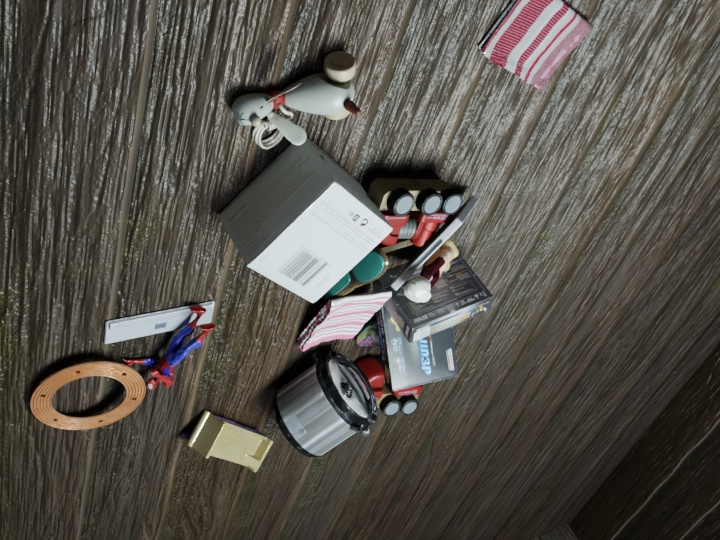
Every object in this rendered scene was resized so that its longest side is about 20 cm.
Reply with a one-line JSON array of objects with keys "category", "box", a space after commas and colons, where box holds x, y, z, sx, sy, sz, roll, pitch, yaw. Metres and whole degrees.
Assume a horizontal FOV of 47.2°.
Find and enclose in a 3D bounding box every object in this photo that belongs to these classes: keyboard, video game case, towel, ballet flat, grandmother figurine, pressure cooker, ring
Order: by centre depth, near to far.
[{"category": "towel", "box": [0.303, -0.401, 1.417, 0.199, 0.023, 0.144, 13, 123, -47]}, {"category": "keyboard", "box": [-0.356, 0.092, 1.467, 0.198, 0.011, 0.057, -10, 144, -31]}, {"category": "ring", "box": [-0.488, 0.223, 1.480, 0.198, 0.019, 0.201, -14, 142, -11]}, {"category": "ballet flat", "box": [0.000, 0.000, 1.568, 0.072, 0.068, 0.200, -22, 170, -45]}, {"category": "grandmother figurine", "box": [0.133, 0.009, 1.609, 0.200, 0.060, 0.122, -43, 157, -60]}, {"category": "video game case", "box": [0.145, -0.054, 1.610, 0.200, 0.017, 0.143, -47, -179, 30]}, {"category": "towel", "box": [-0.033, 0.102, 1.680, 0.145, 0.030, 0.200, -10, 156, -32]}, {"category": "pressure cooker", "box": [-0.065, 0.285, 1.771, 0.199, 0.179, 0.176, -37, 126, 16]}, {"category": "ballet flat", "box": [0.086, 0.122, 1.813, 0.199, 0.071, 0.069, -30, 141, -7]}]

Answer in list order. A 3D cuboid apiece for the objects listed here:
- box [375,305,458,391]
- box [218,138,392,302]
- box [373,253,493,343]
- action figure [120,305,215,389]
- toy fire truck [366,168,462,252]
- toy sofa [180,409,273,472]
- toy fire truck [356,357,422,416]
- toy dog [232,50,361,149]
[{"category": "box", "box": [0.120, 0.143, 1.767, 0.157, 0.046, 0.202, -9, 96, -18]}, {"category": "box", "box": [-0.089, -0.080, 1.375, 0.200, 0.131, 0.199, -43, 145, 10]}, {"category": "box", "box": [0.149, 0.047, 1.701, 0.198, 0.159, 0.049, -20, 142, -21]}, {"category": "action figure", "box": [-0.354, 0.150, 1.481, 0.098, 0.065, 0.200, 2, 135, -48]}, {"category": "toy fire truck", "box": [0.068, -0.085, 1.532, 0.175, 0.129, 0.201, -4, 125, -36]}, {"category": "toy sofa", "box": [-0.291, 0.367, 1.798, 0.083, 0.097, 0.200, -60, 144, -6]}, {"category": "toy fire truck", "box": [0.076, 0.238, 1.888, 0.174, 0.129, 0.202, 1, 121, -29]}, {"category": "toy dog", "box": [-0.079, -0.241, 1.222, 0.199, 0.097, 0.132, -33, 145, -3]}]
